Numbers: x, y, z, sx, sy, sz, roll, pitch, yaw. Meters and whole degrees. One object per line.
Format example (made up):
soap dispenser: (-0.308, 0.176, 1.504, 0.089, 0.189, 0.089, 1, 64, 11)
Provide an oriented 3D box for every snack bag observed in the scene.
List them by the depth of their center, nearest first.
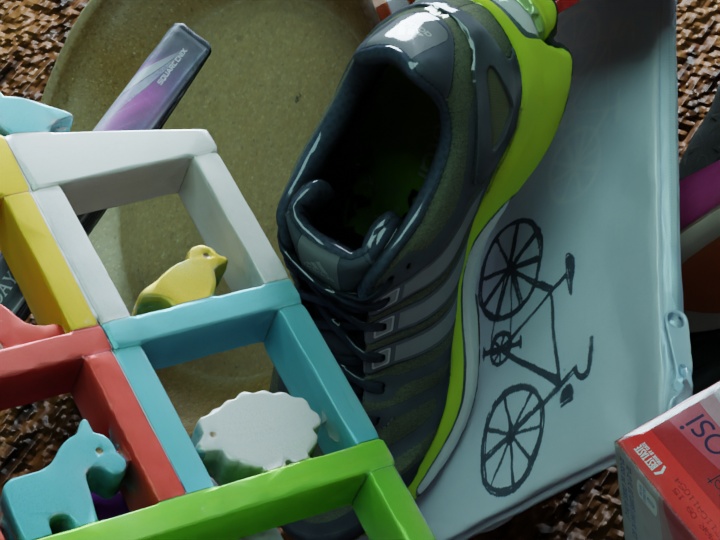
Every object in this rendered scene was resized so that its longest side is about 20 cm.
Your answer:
snack bag: (0.049, 0.003, 0.818, 0.021, 0.200, 0.189, 21, 55, -28)

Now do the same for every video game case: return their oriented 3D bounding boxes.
video game case: (-0.125, 0.021, 0.790, 0.019, 0.143, 0.200, 36, 56, -4)

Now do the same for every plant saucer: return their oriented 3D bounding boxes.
plant saucer: (-0.050, -0.034, 0.893, 0.200, 0.035, 0.201, -10, 76, 42)

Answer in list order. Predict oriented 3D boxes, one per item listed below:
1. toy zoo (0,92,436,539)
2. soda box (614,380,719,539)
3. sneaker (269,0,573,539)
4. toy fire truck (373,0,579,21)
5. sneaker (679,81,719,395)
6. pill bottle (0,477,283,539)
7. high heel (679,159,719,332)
toy zoo: (-0.074, 0.027, 0.692, 0.131, 0.020, 0.200, -14, 59, -30)
soda box: (0.123, 0.114, 0.698, 0.063, 0.200, 0.070, -28, 51, -13)
sneaker: (0.000, 0.000, 0.753, 0.074, 0.201, 0.081, 25, 23, 26)
toy fire truck: (0.029, -0.119, 0.987, 0.199, 0.112, 0.168, -29, 75, -13)
sneaker: (0.138, 0.013, 0.871, 0.104, 0.060, 0.200, 11, 75, 60)
pill bottle: (-0.119, 0.125, 0.684, 0.199, 0.113, 0.113, -8, 45, -28)
high heel: (0.089, -0.014, 0.835, 0.200, 0.067, 0.096, -40, 46, 36)
